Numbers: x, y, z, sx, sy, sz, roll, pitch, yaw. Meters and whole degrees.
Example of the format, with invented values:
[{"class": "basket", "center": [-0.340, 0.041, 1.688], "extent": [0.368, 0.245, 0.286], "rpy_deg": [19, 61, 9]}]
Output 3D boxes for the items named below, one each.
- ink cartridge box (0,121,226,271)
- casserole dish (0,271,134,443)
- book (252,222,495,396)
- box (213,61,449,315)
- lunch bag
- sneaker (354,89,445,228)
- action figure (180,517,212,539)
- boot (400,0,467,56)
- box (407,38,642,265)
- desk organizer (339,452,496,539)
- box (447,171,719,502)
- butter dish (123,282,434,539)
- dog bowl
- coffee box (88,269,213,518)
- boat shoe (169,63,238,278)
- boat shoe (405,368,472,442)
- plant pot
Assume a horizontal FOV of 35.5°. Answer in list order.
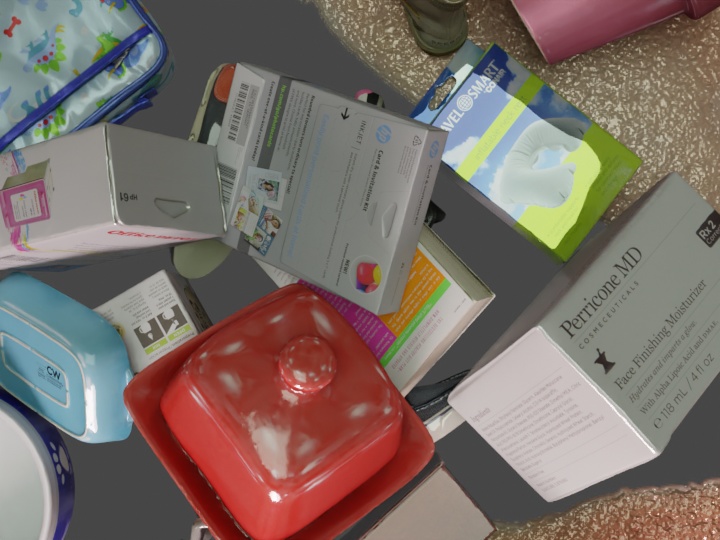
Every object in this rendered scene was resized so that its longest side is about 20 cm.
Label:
[{"class": "ink cartridge box", "center": [-0.235, -0.056, 0.953], "extent": [0.198, 0.144, 0.086], "rpy_deg": [-9, 84, 29]}, {"class": "casserole dish", "center": [-0.268, 0.079, 0.974], "extent": [0.199, 0.039, 0.122], "rpy_deg": [24, 124, 33]}, {"class": "book", "center": [0.000, 0.000, 0.971], "extent": [0.200, 0.048, 0.134], "rpy_deg": [47, 115, 17]}, {"class": "box", "center": [-0.037, -0.072, 0.943], "extent": [0.199, 0.041, 0.157], "rpy_deg": [23, 105, 30]}, {"class": "lunch bag", "center": [-0.280, -0.190, 1.035], "extent": [0.199, 0.082, 0.161], "rpy_deg": [-37, 89, -1]}, {"class": "sneaker", "center": [0.032, -0.065, 1.025], "extent": [0.086, 0.074, 0.202], "rpy_deg": [-6, 89, -1]}, {"class": "action figure", "center": [-0.102, 0.260, 0.931], "extent": [0.198, 0.119, 0.103], "rpy_deg": [-2, 70, 28]}, {"class": "boot", "center": [0.048, -0.305, 1.000], "extent": [0.071, 0.155, 0.202], "rpy_deg": [-22, 84, -1]}, {"class": "box", "center": [0.144, -0.114, 1.039], "extent": [0.199, 0.048, 0.122], "rpy_deg": [38, 87, 3]}, {"class": "desk organizer", "center": [0.021, 0.261, 0.999], "extent": [0.200, 0.072, 0.077], "rpy_deg": [-42, 88, -2]}, {"class": "box", "center": [0.203, 0.060, 0.921], "extent": [0.131, 0.200, 0.199], "rpy_deg": [44, 64, 4]}, {"class": "butter dish", "center": [-0.053, 0.097, 0.864], "extent": [0.199, 0.148, 0.200], "rpy_deg": [-31, 73, -27]}, {"class": "dog bowl", "center": [-0.360, 0.201, 0.999], "extent": [0.198, 0.079, 0.202], "rpy_deg": [0, 90, 2]}, {"class": "coffee box", "center": [-0.147, 0.108, 0.992], "extent": [0.079, 0.113, 0.201], "rpy_deg": [-30, 85, -1]}, {"class": "boat shoe", "center": [-0.136, -0.093, 1.034], "extent": [0.062, 0.071, 0.202], "rpy_deg": [22, 95, 42]}, {"class": "boat shoe", "center": [0.017, 0.122, 1.006], "extent": [0.199, 0.075, 0.093], "rpy_deg": [-32, 93, -1]}, {"class": "plant pot", "center": [0.211, -0.284, 0.990], "extent": [0.178, 0.200, 0.201], "rpy_deg": [-30, 85, 15]}]
